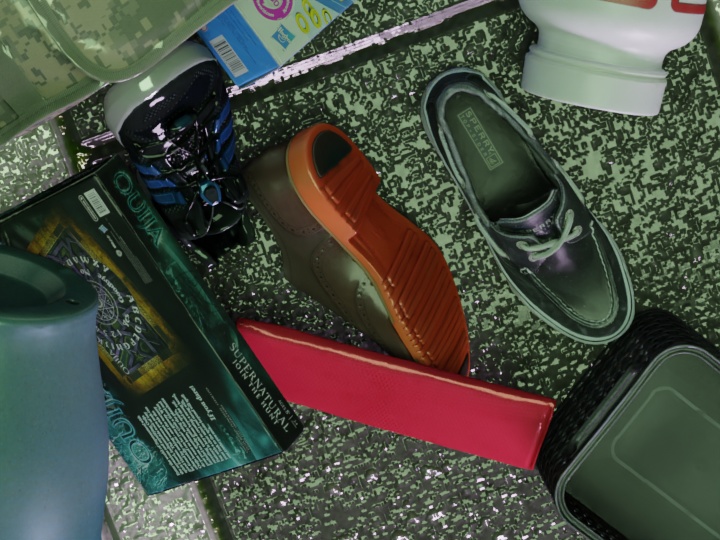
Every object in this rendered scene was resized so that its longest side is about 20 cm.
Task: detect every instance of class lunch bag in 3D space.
[{"bbox_3d":[-0.179,-0.165,1.108,0.199,0.118,0.165,-28,105,21],"label":"lunch bag"}]

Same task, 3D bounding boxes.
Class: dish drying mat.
[{"bbox_3d":[0.018,0.074,1.304,0.198,0.077,0.018,16,58,3],"label":"dish drying mat"}]

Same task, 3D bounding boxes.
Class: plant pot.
[{"bbox_3d":[-0.231,0.089,1.224,0.198,0.200,0.189,12,106,-6],"label":"plant pot"}]

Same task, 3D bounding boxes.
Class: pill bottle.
[{"bbox_3d":[0.154,-0.198,1.240,0.111,0.112,0.202,10,101,-6],"label":"pill bottle"}]

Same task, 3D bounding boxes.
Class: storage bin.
[{"bbox_3d":[0.222,0.136,1.329,0.200,0.094,0.136,37,98,-10],"label":"storage bin"}]

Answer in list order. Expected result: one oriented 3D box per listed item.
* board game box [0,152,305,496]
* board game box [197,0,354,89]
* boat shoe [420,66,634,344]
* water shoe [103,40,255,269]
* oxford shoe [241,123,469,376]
[{"bbox_3d":[-0.136,0.037,1.275,0.135,0.028,0.201,-21,107,44],"label":"board game box"},{"bbox_3d":[-0.052,-0.242,1.196,0.196,0.056,0.200,-44,104,-28],"label":"board game box"},{"bbox_3d":[0.106,-0.035,1.295,0.071,0.068,0.201,-31,102,3],"label":"boat shoe"},{"bbox_3d":[-0.091,-0.064,1.211,0.071,0.200,0.079,-36,74,-7],"label":"water shoe"},{"bbox_3d":[0.000,0.000,1.308,0.072,0.071,0.201,-18,114,35],"label":"oxford shoe"}]
